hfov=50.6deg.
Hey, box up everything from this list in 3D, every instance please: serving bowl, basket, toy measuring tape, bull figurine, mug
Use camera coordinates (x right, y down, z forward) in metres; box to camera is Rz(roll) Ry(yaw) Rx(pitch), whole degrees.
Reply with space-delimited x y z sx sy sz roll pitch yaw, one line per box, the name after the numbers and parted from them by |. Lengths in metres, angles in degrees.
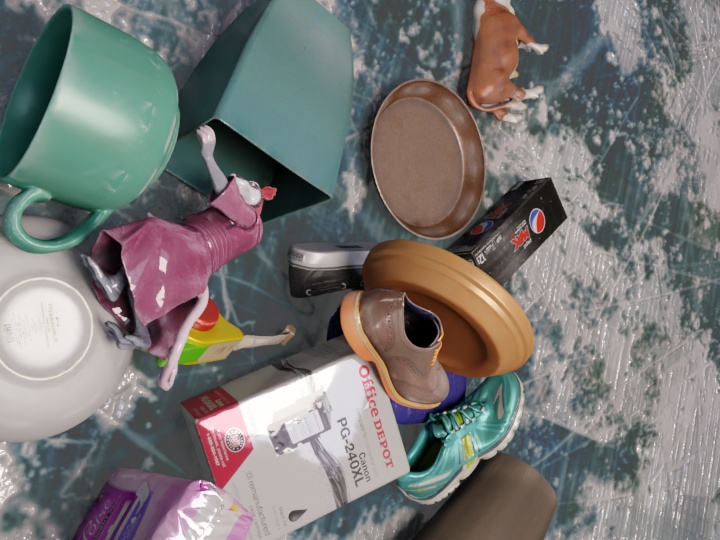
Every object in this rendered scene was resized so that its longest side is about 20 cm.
-0.282 0.049 0.655 0.198 0.065 0.203 2 86 -37 | serving bowl
0.151 0.338 0.943 0.200 0.135 0.182 -47 119 -34 | basket
-0.148 0.052 0.770 0.199 0.073 0.075 -3 90 -54 | toy measuring tape
0.195 -0.302 1.043 0.120 0.065 0.203 18 79 -24 | bull figurine
-0.234 -0.116 0.657 0.114 0.152 0.186 21 110 -37 | mug

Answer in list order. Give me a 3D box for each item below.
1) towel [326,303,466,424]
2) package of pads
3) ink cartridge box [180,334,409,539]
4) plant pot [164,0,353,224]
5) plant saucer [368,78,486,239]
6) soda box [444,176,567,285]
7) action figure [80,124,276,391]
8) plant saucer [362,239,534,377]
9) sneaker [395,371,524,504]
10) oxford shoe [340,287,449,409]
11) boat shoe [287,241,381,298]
0.045 0.112 0.924 0.198 0.049 0.150 2 91 -37 | towel
-0.178 0.235 0.643 0.076 0.199 0.121 41 61 -23 | package of pads
-0.064 0.171 0.782 0.198 0.083 0.147 -21 100 -22 | ink cartridge box
-0.093 -0.177 0.775 0.141 0.140 0.202 32 62 -32 | plant pot
0.081 -0.139 0.970 0.198 0.034 0.203 3 85 -38 | plant saucer
0.198 -0.047 1.038 0.200 0.063 0.071 -40 112 -32 | soda box
-0.138 -0.021 0.670 0.149 0.134 0.199 48 54 7 | action figure
0.083 0.049 0.795 0.200 0.199 0.038 48 62 -26 | plant saucer
0.120 0.196 0.918 0.200 0.077 0.080 -47 128 -5 | sneaker
0.055 0.085 0.769 0.200 0.072 0.072 47 40 -47 | oxford shoe
0.000 0.000 0.885 0.198 0.068 0.057 0 104 -35 | boat shoe
